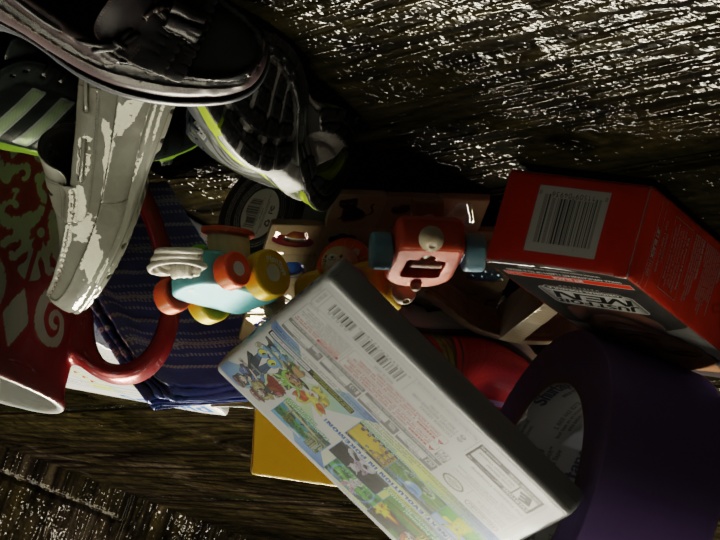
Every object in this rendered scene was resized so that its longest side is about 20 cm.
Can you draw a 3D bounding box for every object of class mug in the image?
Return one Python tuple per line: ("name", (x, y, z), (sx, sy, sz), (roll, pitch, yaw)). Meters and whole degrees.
("mug", (-0.202, -0.018, 1.749), (0.177, 0.201, 0.133), (21, 167, -21))

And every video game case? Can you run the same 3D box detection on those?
("video game case", (0.020, 0.095, 1.660), (0.200, 0.022, 0.182), (44, 149, -4))

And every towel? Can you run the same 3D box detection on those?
("towel", (-0.132, 0.011, 1.833), (0.144, 0.024, 0.200), (-1, -132, -48))

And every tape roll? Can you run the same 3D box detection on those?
("tape roll", (0.140, 0.144, 1.693), (0.085, 0.201, 0.200), (20, 168, -16))

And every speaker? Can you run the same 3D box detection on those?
("speaker", (0.000, 0.000, 1.825), (0.081, 0.082, 0.200), (4, 162, 46))

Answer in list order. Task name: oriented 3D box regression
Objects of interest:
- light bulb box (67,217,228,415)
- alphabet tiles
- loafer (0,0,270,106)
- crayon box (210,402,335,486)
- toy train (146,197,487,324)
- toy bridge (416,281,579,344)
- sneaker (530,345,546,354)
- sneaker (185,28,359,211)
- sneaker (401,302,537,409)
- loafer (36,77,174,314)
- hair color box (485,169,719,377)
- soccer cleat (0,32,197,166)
("light bulb box", (-0.211, 0.011, 2.061), (0.197, 0.125, 0.200), (8, 165, 35))
("alphabet tiles", (0.013, 0.009, 1.763), (0.165, 0.006, 0.200), (2, 146, -13))
("loafer", (-0.142, -0.142, 1.437), (0.199, 0.072, 0.063), (21, 163, -1))
("crayon box", (0.011, 0.112, 1.873), (0.199, 0.051, 0.127), (7, -170, 21))
("toy train", (-0.028, -0.013, 1.647), (0.199, 0.056, 0.150), (0, 159, -4))
("toy bridge", (0.110, 0.023, 1.768), (0.199, 0.027, 0.067), (13, 147, -27))
("sneaker", (0.086, 0.058, 1.967), (0.199, 0.114, 0.076), (41, 132, 9))
("sneaker", (-0.070, -0.089, 1.564), (0.081, 0.074, 0.200), (16, 166, 23))
("sneaker", (0.036, 0.072, 1.779), (0.199, 0.085, 0.077), (16, 140, -31))
("loafer", (-0.157, -0.062, 1.614), (0.069, 0.070, 0.201), (18, 123, -5))
("hair color box", (0.169, 0.006, 1.659), (0.101, 0.062, 0.200), (8, 166, 35))
("soccer cleat", (-0.185, -0.107, 1.656), (0.199, 0.081, 0.068), (4, -151, -19))
